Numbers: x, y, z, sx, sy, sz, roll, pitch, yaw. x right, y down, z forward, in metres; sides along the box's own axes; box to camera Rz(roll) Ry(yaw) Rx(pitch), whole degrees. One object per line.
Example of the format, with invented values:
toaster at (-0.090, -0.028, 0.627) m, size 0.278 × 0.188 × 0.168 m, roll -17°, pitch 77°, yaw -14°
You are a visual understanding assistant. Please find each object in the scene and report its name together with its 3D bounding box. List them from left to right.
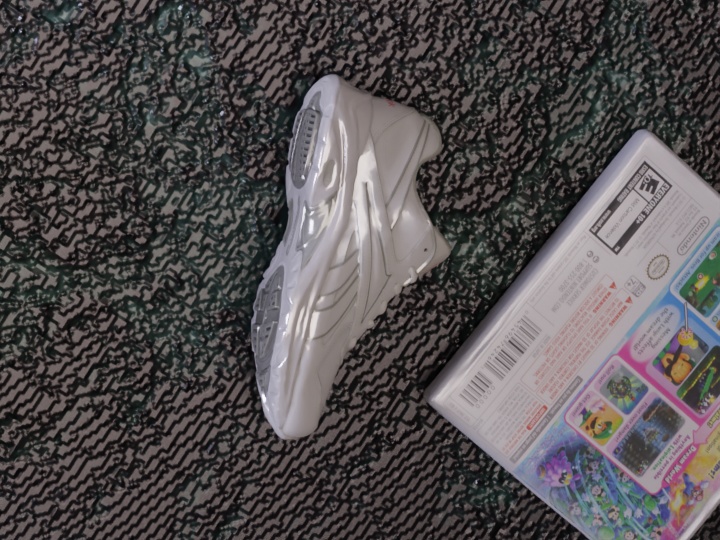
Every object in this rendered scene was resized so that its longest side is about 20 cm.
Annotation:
sneaker at (0.000, 0.000, 1.282) m, size 0.099 × 0.078 × 0.202 m, roll 11°, pitch 99°, yaw -17°
video game case at (0.165, 0.052, 1.352) m, size 0.182 × 0.024 × 0.200 m, roll 40°, pitch 90°, yaw -16°
